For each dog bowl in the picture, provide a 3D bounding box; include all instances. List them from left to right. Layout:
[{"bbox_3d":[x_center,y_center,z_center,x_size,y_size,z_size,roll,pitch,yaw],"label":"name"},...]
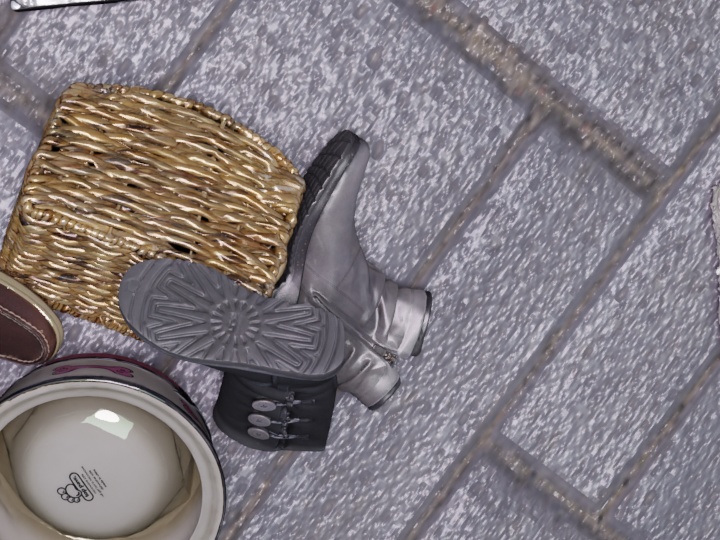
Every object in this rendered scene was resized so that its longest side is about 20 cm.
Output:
[{"bbox_3d":[-0.198,0.151,1.070,0.198,0.074,0.202,-1,116,-3],"label":"dog bowl"}]

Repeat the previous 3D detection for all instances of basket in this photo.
[{"bbox_3d":[-0.158,-0.040,1.080,0.199,0.149,0.144,20,61,-11],"label":"basket"}]

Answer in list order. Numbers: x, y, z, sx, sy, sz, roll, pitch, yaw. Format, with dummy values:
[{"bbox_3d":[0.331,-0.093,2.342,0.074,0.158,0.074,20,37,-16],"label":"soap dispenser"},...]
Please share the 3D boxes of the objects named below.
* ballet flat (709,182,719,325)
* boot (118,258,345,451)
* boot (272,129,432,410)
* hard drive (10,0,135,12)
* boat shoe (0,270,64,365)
[{"bbox_3d":[0.328,0.017,1.169,0.071,0.072,0.202,-16,101,-7],"label":"ballet flat"},{"bbox_3d":[-0.094,0.070,1.047,0.164,0.200,0.066,20,70,3],"label":"boot"},{"bbox_3d":[0.000,0.000,1.117,0.131,0.070,0.201,20,105,-14],"label":"boot"},{"bbox_3d":[-0.201,-0.298,1.052,0.139,0.038,0.202,-6,98,-9],"label":"hard drive"},{"bbox_3d":[-0.318,0.028,1.045,0.199,0.072,0.072,28,126,-9],"label":"boat shoe"}]
